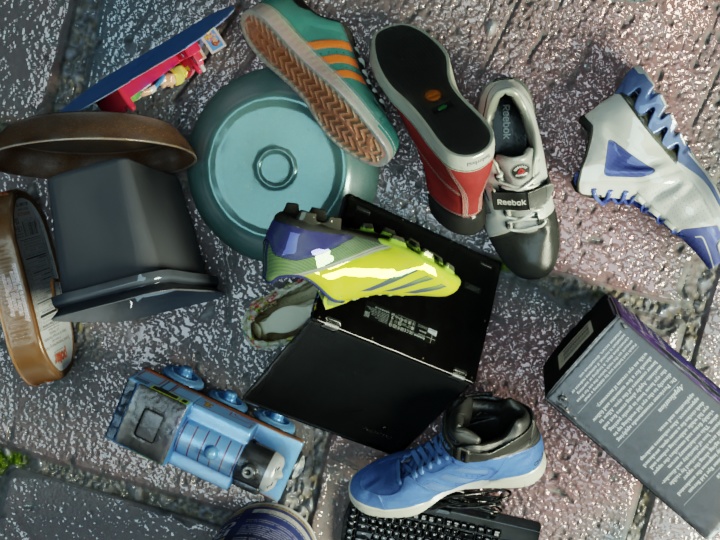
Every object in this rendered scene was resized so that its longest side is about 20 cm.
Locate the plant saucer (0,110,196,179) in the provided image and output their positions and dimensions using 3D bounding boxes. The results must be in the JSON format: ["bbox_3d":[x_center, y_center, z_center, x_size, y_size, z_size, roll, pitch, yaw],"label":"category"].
[{"bbox_3d":[-0.257,-0.119,1.191,0.200,0.200,0.035,-3,83,8],"label":"plant saucer"}]

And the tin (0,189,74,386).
[{"bbox_3d":[-0.335,0.017,1.259,0.042,0.112,0.201,-12,96,9],"label":"tin"}]

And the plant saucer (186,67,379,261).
[{"bbox_3d":[-0.082,-0.103,1.247,0.199,0.036,0.201,1,97,8],"label":"plant saucer"}]

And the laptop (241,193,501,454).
[{"bbox_3d":[0.013,0.059,1.222,0.187,0.116,0.201,23,72,-25],"label":"laptop"}]

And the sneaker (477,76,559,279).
[{"bbox_3d":[0.146,-0.085,1.192,0.074,0.089,0.201,-12,97,8],"label":"sneaker"}]

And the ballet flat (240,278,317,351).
[{"bbox_3d":[-0.030,0.031,1.242,0.200,0.064,0.076,-27,92,10],"label":"ballet flat"}]

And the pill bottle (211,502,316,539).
[{"bbox_3d":[-0.110,0.308,1.219,0.111,0.200,0.111,1,97,8],"label":"pill bottle"}]

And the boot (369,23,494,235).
[{"bbox_3d":[0.065,-0.132,1.206,0.072,0.144,0.200,-20,57,-11],"label":"boot"}]

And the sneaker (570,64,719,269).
[{"bbox_3d":[0.268,-0.081,1.184,0.115,0.081,0.200,-31,85,14],"label":"sneaker"}]

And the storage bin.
[{"bbox_3d":[-0.232,-0.026,1.207,0.145,0.200,0.135,-14,84,10],"label":"storage bin"}]

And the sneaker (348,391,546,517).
[{"bbox_3d":[0.078,0.175,1.215,0.199,0.077,0.111,-10,135,6],"label":"sneaker"}]

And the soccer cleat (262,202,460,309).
[{"bbox_3d":[-0.001,0.000,1.130,0.200,0.065,0.084,16,98,-29],"label":"soccer cleat"}]

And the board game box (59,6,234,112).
[{"bbox_3d":[-0.197,-0.185,1.198,0.200,0.158,0.039,-29,109,10],"label":"board game box"}]

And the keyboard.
[{"bbox_3d":[0.081,0.265,1.269,0.199,0.040,0.104,10,99,6],"label":"keyboard"}]

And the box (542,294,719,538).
[{"bbox_3d":[0.278,0.132,1.170,0.200,0.148,0.104,40,100,0],"label":"box"}]

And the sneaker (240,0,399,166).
[{"bbox_3d":[-0.022,-0.193,1.198,0.080,0.071,0.200,-39,86,-29],"label":"sneaker"}]

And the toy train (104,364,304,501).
[{"bbox_3d":[-0.153,0.164,1.250,0.200,0.114,0.087,25,101,5],"label":"toy train"}]

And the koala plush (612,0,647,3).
[{"bbox_3d":[0.181,-0.349,1.121,0.199,0.184,0.178,14,99,18],"label":"koala plush"}]
